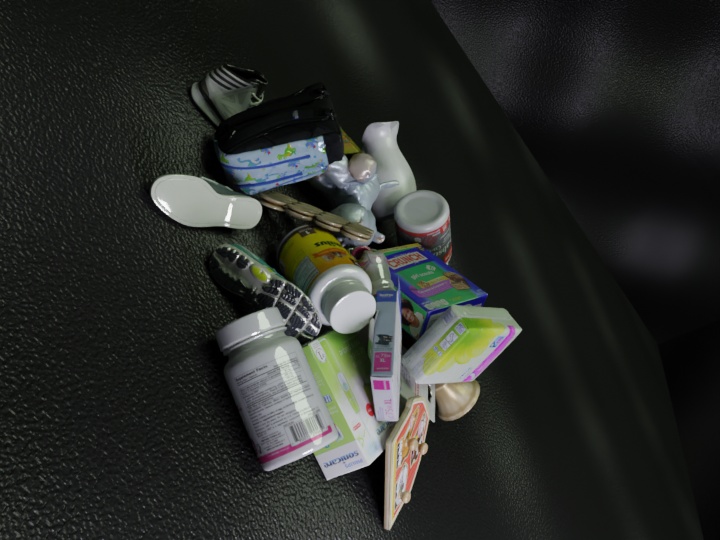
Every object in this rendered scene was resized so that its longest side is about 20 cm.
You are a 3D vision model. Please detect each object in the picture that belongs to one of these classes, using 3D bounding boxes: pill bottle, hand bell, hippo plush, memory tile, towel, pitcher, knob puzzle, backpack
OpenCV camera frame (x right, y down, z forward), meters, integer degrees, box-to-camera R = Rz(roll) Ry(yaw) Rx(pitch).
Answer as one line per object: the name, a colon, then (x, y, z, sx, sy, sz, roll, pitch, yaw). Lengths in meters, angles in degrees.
pill bottle: (-0.053, 0.014, 1.181, 0.109, 0.109, 0.200, 35, 9, -41)
hand bell: (0.133, 0.189, 1.425, 0.200, 0.104, 0.104, 48, 30, -23)
hippo plush: (-0.030, -0.126, 1.432, 0.200, 0.159, 0.161, 32, 60, -68)
memory tile: (-0.073, -0.093, 1.272, 0.200, 0.017, 0.153, 22, 8, 1)
pill bottle: (-0.119, 0.159, 1.009, 0.113, 0.113, 0.200, -8, 72, -61)
pill bottle: (0.137, -0.065, 1.578, 0.200, 0.116, 0.116, 77, 7, -51)
towel: (-0.045, -0.229, 1.376, 0.200, 0.086, 0.018, 32, 62, -68)
pitcher: (0.048, -0.211, 1.642, 0.121, 0.172, 0.200, -9, 84, -16)
knob puzzle: (0.088, 0.295, 1.209, 0.220, 0.030, 0.220, 10, 90, -70)
backpack: (-0.140, -0.211, 1.219, 0.154, 0.200, 0.163, 93, -18, -49)

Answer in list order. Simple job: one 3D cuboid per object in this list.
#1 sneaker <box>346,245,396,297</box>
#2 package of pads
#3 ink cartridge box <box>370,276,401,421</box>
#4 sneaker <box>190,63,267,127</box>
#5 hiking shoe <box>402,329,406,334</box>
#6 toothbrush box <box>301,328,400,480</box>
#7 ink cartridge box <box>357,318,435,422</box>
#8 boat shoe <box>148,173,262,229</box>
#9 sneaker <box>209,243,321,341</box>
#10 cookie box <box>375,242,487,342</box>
sneaker: (0.000, 0.000, 1.283, 0.081, 0.200, 0.088, -5, 92, -29)
package of pads: (0.182, 0.136, 1.336, 0.200, 0.155, 0.068, 8, 39, -50)
ink cartridge box: (0.043, 0.120, 1.153, 0.119, 0.042, 0.200, 83, 12, -46)
sneaker: (-0.189, -0.270, 1.280, 0.201, 0.115, 0.076, 47, 30, -26)
hiking shoe: (0.107, 0.097, 1.494, 0.101, 0.076, 0.200, 56, 31, -16)
toothbrush box: (-0.033, 0.198, 1.152, 0.146, 0.086, 0.200, -21, 85, -62)
ink cartridge box: (0.052, 0.190, 1.321, 0.200, 0.067, 0.117, 44, 32, -29)
boat shoe: (-0.243, -0.106, 1.123, 0.062, 0.073, 0.200, 27, 11, 40)
sneaker: (-0.134, 0.025, 1.116, 0.200, 0.078, 0.080, 42, 17, 2)
cookie box: (0.109, 0.035, 1.405, 0.171, 0.075, 0.200, -13, 40, -41)
